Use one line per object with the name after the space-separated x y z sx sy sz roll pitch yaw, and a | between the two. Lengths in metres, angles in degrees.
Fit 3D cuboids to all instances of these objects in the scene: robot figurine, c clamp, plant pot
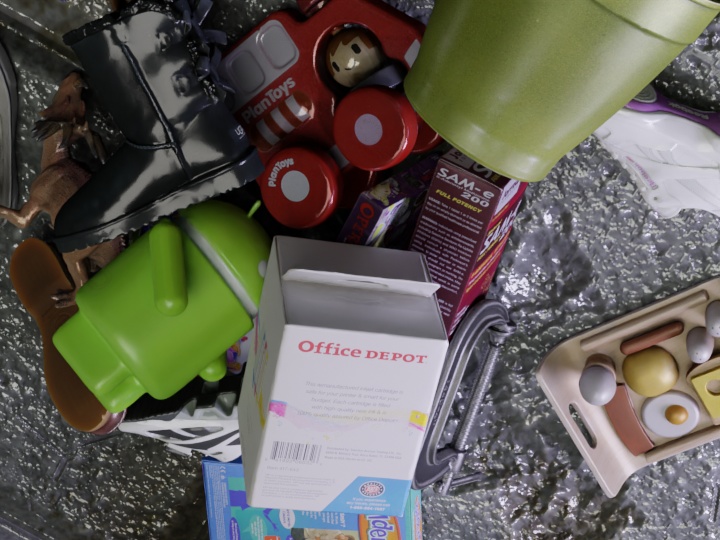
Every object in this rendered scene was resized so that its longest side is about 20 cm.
-0.149 0.024 1.523 0.200 0.176 0.116 -39 64 -8 | robot figurine
0.088 0.110 1.609 0.027 0.171 0.201 26 111 23 | c clamp
0.134 -0.176 1.371 0.200 0.201 0.193 32 112 -5 | plant pot

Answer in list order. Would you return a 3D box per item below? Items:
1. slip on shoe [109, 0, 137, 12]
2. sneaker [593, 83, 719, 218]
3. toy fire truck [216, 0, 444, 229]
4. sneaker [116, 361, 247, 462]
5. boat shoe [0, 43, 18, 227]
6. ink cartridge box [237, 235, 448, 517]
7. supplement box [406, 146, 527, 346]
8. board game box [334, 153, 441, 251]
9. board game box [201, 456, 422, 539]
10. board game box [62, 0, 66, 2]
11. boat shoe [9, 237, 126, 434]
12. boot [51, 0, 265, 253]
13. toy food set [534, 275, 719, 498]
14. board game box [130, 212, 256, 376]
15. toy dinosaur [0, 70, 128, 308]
-0.175 -0.195 1.517 0.076 0.060 0.201 29 133 52 | slip on shoe
0.226 -0.094 1.483 0.199 0.075 0.100 23 120 0 | sneaker
-0.028 -0.141 1.511 0.200 0.112 0.168 -37 86 27 | toy fire truck
-0.146 0.132 1.628 0.199 0.074 0.089 -1 130 16 | sneaker
-0.338 -0.116 1.614 0.070 0.070 0.201 8 120 10 | boat shoe
-0.015 0.073 1.462 0.128 0.126 0.201 6 122 -12 | ink cartridge box
0.079 -0.016 1.540 0.061 0.109 0.201 25 123 12 | supplement box
0.000 0.000 1.562 0.032 0.120 0.201 37 125 11 | board game box
-0.042 0.236 1.751 0.199 0.045 0.153 4 119 12 | board game box
-0.277 -0.330 1.494 0.134 0.045 0.201 17 121 4 | board game box
-0.240 0.057 1.625 0.070 0.201 0.070 -34 148 17 | boat shoe
-0.183 -0.119 1.473 0.197 0.073 0.163 -22 103 15 | boot
0.267 0.103 1.591 0.199 0.060 0.144 -24 110 25 | toy food set
-0.150 0.051 1.666 0.134 0.045 0.201 19 121 3 | board game box
-0.231 -0.057 1.573 0.200 0.086 0.136 50 124 11 | toy dinosaur
